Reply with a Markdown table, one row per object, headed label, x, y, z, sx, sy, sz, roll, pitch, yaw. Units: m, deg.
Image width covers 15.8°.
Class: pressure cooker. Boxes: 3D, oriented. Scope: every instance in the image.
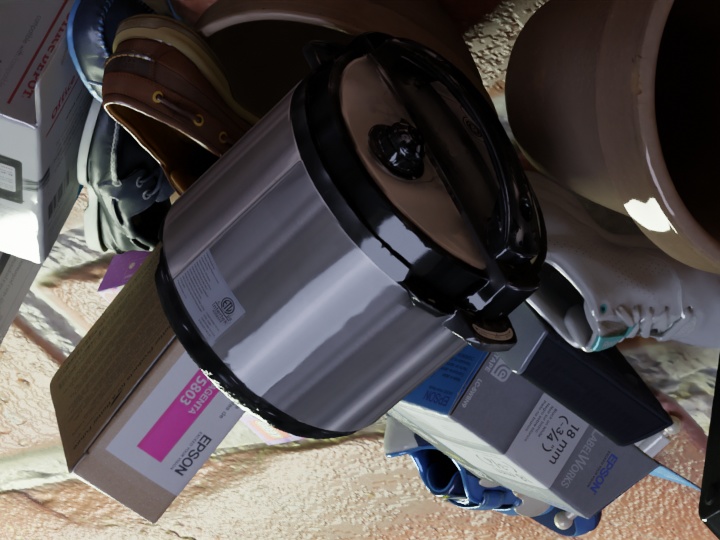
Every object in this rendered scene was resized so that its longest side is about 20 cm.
| label | x | y | z | sx | sy | sz | roll | pitch | yaw |
| --- | --- | --- | --- | --- | --- | --- | --- | --- | --- |
| pressure cooker | 0.006 | -0.022 | 1.436 | 0.176 | 0.179 | 0.200 | 39 | 120 | -16 |

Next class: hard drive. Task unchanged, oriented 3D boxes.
| label | x | y | z | sx | sy | sz | roll | pitch | yaw |
| --- | --- | --- | --- | --- | --- | --- | --- | --- | --- |
| hard drive | 0.110 | 0.031 | 1.638 | 0.135 | 0.200 | 0.042 | 35 | 101 | -32 |

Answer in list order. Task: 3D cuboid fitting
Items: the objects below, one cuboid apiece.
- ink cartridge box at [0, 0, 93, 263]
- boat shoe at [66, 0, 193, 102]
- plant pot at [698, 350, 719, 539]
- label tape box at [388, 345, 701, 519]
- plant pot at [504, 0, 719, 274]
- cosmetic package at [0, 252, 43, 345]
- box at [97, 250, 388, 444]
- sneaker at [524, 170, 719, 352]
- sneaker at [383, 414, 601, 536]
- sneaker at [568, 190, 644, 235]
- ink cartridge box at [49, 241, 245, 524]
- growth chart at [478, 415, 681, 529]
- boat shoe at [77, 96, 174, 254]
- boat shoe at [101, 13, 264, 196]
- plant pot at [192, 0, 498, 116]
| label | x | y | z | sx | sy | sz | roll | pitch | yaw |
| --- | --- | --- | --- | --- | --- | --- | --- | --- | --- |
| ink cartridge box | -0.215 | -0.111 | 1.686 | 0.067 | 0.116 | 0.200 | 19 | 147 | 7 |
| boat shoe | -0.113 | -0.120 | 1.658 | 0.069 | 0.084 | 0.200 | 14 | 164 | 33 |
| plant pot | 0.319 | 0.104 | 1.578 | 0.177 | 0.200 | 0.200 | 23 | 149 | -17 |
| label tape box | 0.107 | 0.110 | 1.724 | 0.200 | 0.063 | 0.144 | 36 | 169 | -27 |
| plant pot | 0.173 | -0.101 | 1.429 | 0.200 | 0.200 | 0.175 | 44 | 160 | -30 |
| cosmetic package | -0.386 | -0.005 | 1.937 | 0.199 | 0.123 | 0.200 | -16 | 130 | 44 |
| box | -0.078 | 0.050 | 1.906 | 0.137 | 0.039 | 0.200 | -14 | 133 | 43 |
| sneaker | 0.153 | 0.018 | 1.547 | 0.200 | 0.089 | 0.075 | 22 | 132 | -20 |
| sneaker | 0.092 | 0.147 | 1.901 | 0.200 | 0.082 | 0.074 | 38 | 152 | -23 |
| sneaker | 0.185 | -0.004 | 1.646 | 0.200 | 0.076 | 0.081 | 14 | 153 | 14 |
| ink cartridge box | -0.116 | 0.047 | 1.729 | 0.075 | 0.200 | 0.165 | 37 | -171 | -21 |
| growth chart | 0.126 | 0.099 | 1.821 | 0.145 | 0.018 | 0.200 | -36 | 121 | 21 |
| boat shoe | -0.151 | -0.066 | 1.752 | 0.066 | 0.075 | 0.199 | 16 | 147 | 5 |
| boat shoe | -0.087 | -0.064 | 1.551 | 0.072 | 0.068 | 0.200 | -10 | 135 | 40 |
| plant pot | -0.003 | -0.119 | 1.570 | 0.201 | 0.093 | 0.201 | 16 | 146 | 11 |
